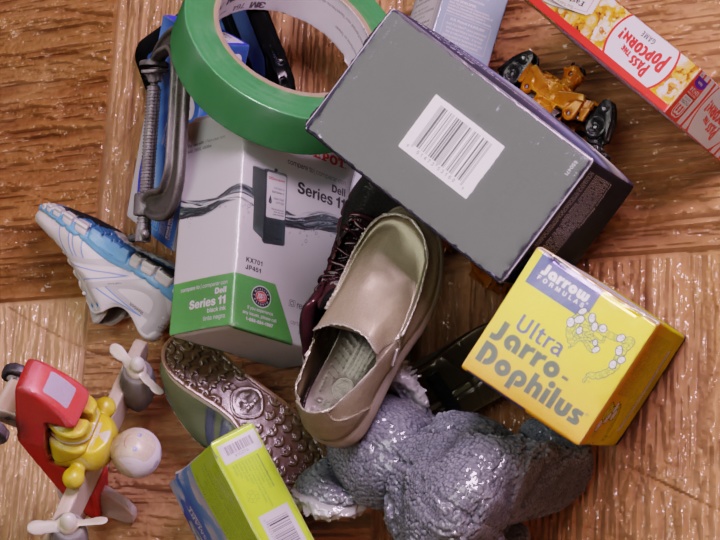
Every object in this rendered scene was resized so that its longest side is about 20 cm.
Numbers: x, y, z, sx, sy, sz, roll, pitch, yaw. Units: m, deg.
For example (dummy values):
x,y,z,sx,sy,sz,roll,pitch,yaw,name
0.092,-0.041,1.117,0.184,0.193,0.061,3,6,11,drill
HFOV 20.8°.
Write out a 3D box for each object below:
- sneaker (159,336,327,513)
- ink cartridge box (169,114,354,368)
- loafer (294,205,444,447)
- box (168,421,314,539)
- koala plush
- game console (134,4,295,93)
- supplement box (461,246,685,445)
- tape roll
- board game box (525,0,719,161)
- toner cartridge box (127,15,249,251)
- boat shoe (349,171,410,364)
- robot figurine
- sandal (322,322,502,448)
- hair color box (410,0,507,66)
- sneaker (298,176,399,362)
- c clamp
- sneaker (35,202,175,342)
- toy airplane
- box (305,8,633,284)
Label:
x,y,z,sx,sy,sz,roll,pitch,yaw,name
-0.104,0.142,1.747,0.200,0.090,0.067,45,66,6,sneaker
-0.084,-0.028,1.723,0.083,0.146,0.201,-11,69,41,ink cartridge box
0.006,0.042,1.530,0.075,0.068,0.201,19,86,21,loafer
-0.102,0.207,1.659,0.048,0.200,0.122,-26,84,-20,box
0.050,0.160,1.574,0.200,0.184,0.178,31,92,30,koala plush
-0.141,-0.193,1.833,0.116,0.176,0.200,-18,65,-9,game console
0.169,0.063,1.514,0.109,0.200,0.110,33,94,16,supplement box
-0.063,-0.191,1.698,0.201,0.200,0.048,63,144,27,tape roll
0.220,-0.178,1.594,0.046,0.151,0.200,-51,58,8,board game box
-0.161,-0.127,1.811,0.095,0.043,0.201,35,118,50,toner cartridge box
0.020,-0.004,1.722,0.062,0.072,0.201,2,82,9,boat shoe
0.136,-0.088,1.673,0.145,0.058,0.200,38,97,32,robot figurine
0.056,0.104,1.666,0.200,0.054,0.080,-29,95,8,sandal
0.092,-0.250,1.714,0.099,0.060,0.201,177,110,-75,hair color box
0.000,0.000,1.629,0.075,0.116,0.201,16,87,9,sneaker
-0.185,-0.120,1.760,0.171,0.027,0.201,-167,83,-70,c clamp
-0.249,0.003,1.867,0.200,0.075,0.087,32,99,33,sneaker
-0.238,0.169,1.748,0.141,0.199,0.201,2,95,24,toy airplane
0.091,-0.090,1.540,0.200,0.198,0.123,39,97,15,box
